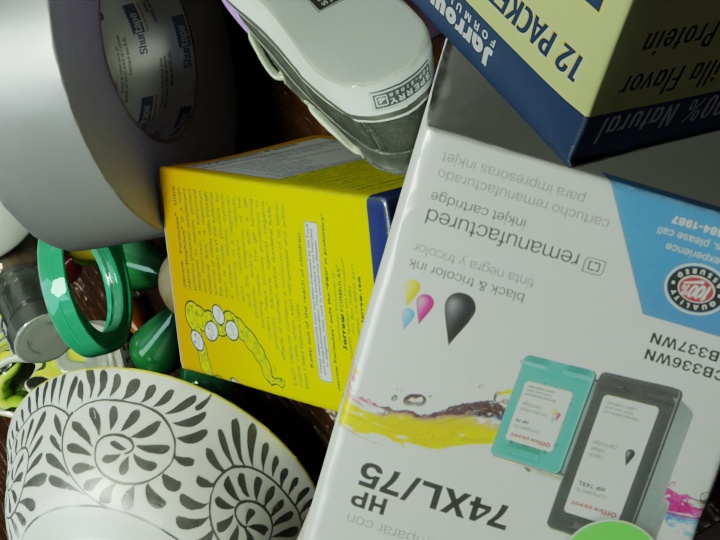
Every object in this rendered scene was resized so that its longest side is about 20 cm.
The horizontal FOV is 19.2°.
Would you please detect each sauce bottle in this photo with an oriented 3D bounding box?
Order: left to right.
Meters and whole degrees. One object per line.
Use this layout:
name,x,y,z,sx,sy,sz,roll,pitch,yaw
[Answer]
sauce bottle,-0.222,-0.025,1.287,0.201,0.064,0.065,60,144,40

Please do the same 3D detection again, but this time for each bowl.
bowl,-0.126,0.160,1.205,0.199,0.095,0.202,12,134,12

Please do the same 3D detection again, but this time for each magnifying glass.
magnifying glass,-0.159,-0.042,1.229,0.022,0.080,0.202,-16,56,20

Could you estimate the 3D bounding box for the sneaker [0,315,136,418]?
sneaker,-0.224,0.063,1.422,0.199,0.076,0.076,-3,101,56

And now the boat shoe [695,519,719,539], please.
boat shoe,0.135,0.168,0.945,0.200,0.072,0.071,-46,60,49

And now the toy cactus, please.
toy cactus,-0.121,0.029,1.262,0.165,0.102,0.201,-55,46,36

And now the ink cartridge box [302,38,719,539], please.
ink cartridge box,0.073,0.031,0.850,0.146,0.145,0.202,-73,-1,-67

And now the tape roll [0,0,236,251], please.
tape roll,-0.139,-0.113,1.126,0.066,0.200,0.202,-10,93,23

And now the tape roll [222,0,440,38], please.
tape roll,-0.012,-0.206,1.034,0.199,0.065,0.202,24,119,50

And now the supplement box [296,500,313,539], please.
supplement box,0.027,0.174,1.101,0.126,0.073,0.201,52,139,30

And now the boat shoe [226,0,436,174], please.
boat shoe,-0.024,-0.116,0.960,0.064,0.070,0.201,76,168,-45

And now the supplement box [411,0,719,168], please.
supplement box,0.133,-0.169,0.718,0.134,0.199,0.201,50,139,34

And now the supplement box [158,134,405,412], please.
supplement box,0.000,0.000,1.049,0.199,0.108,0.111,11,110,54

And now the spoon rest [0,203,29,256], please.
spoon rest,-0.212,-0.101,1.250,0.099,0.061,0.202,16,87,20
